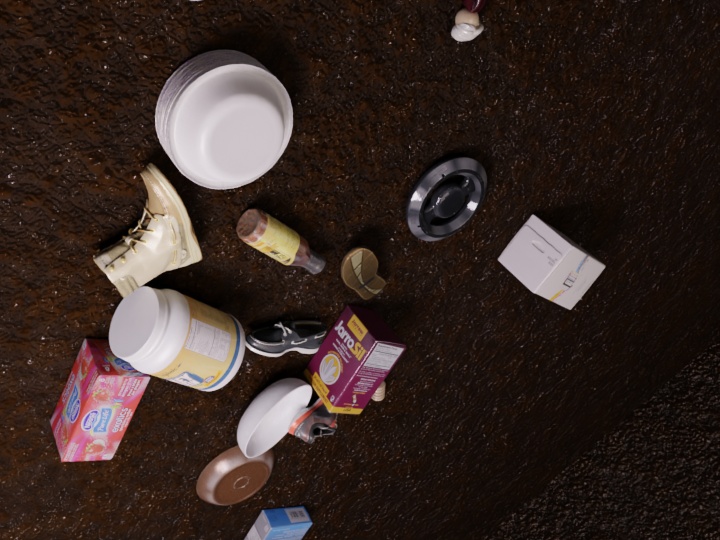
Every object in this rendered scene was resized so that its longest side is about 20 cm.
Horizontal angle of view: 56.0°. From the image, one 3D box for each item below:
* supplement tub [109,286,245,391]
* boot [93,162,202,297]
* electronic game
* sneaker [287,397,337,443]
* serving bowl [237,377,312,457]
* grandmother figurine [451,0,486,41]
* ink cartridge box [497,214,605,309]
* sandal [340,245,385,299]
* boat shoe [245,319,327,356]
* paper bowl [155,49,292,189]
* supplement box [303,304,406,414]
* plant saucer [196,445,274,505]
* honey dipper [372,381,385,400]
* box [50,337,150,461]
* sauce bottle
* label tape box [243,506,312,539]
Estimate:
[{"bbox_3d":[-0.313,0.118,1.169,0.145,0.145,0.200,-49,139,8],"label":"supplement tub"},{"bbox_3d":[-0.343,-0.057,1.050,0.155,0.073,0.201,-30,144,-18],"label":"boot"},{"bbox_3d":[0.180,-0.147,1.410,0.199,0.042,0.201,-20,136,-21],"label":"electronic game"},{"bbox_3d":[-0.084,0.346,1.566,0.200,0.082,0.077,-26,147,-52],"label":"sneaker"},{"bbox_3d":[-0.197,0.307,1.466,0.200,0.066,0.201,-44,159,-22],"label":"serving bowl"},{"bbox_3d":[0.200,-0.479,1.123,0.121,0.060,0.201,-28,146,-45],"label":"grandmother figurine"},{"bbox_3d":[0.472,-0.019,1.672,0.199,0.147,0.145,20,111,-46],"label":"ink cartridge box"},{"bbox_3d":[0.000,0.000,1.394,0.080,0.054,0.200,-34,154,-1],"label":"sandal"},{"bbox_3d":[-0.149,0.129,1.370,0.199,0.076,0.061,1,126,-53],"label":"boat shoe"},{"bbox_3d":[-0.194,-0.214,1.009,0.199,0.104,0.202,-21,134,-23],"label":"paper bowl"},{"bbox_3d":[-0.015,0.198,1.486,0.103,0.131,0.201,16,113,-45],"label":"supplement box"},{"bbox_3d":[-0.286,0.490,1.598,0.199,0.037,0.202,-21,135,-22],"label":"plant saucer"},{"bbox_3d":[0.046,0.236,1.641,0.038,0.038,0.201,-19,133,-25],"label":"honey dipper"},{"bbox_3d":[-0.458,0.227,1.184,0.095,0.100,0.201,10,118,-43],"label":"box"},{"bbox_3d":[-0.137,-0.046,1.228,0.066,0.066,0.200,-49,137,8],"label":"sauce bottle"},{"bbox_3d":[-0.240,0.730,1.823,0.143,0.066,0.201,12,119,-43],"label":"label tape box"}]
